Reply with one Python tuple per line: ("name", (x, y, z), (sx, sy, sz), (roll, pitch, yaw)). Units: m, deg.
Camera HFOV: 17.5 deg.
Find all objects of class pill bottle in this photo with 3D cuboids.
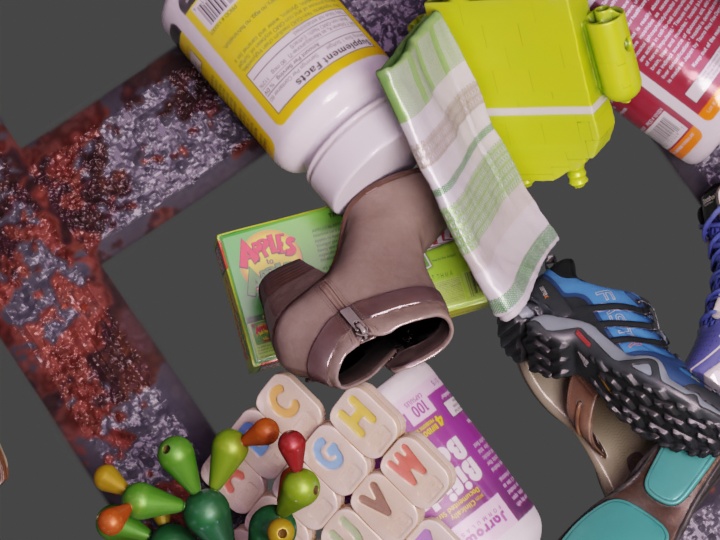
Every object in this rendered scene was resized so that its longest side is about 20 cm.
("pill bottle", (0.205, -0.180, 1.762), (0.199, 0.113, 0.113), (37, 79, 0))
("pill bottle", (-0.045, -0.145, 1.709), (0.114, 0.114, 0.200), (-37, 75, -11))
("pill bottle", (0.060, 0.174, 1.688), (0.112, 0.112, 0.200), (-37, 86, -11))

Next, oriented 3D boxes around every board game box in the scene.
("board game box", (0.000, 0.000, 1.742), (0.198, 0.048, 0.102), (-15, 82, -9))

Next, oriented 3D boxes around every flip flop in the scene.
("flip flop", (0.185, 0.109, 1.741), (0.081, 0.058, 0.201), (-27, 85, -10))

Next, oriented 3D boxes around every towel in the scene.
("towel", (0.080, -0.078, 1.682), (0.031, 0.149, 0.201), (-21, 105, 21))

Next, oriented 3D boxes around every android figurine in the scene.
("android figurine", (0.120, -0.149, 1.731), (0.041, 0.181, 0.201), (-47, 127, -46))

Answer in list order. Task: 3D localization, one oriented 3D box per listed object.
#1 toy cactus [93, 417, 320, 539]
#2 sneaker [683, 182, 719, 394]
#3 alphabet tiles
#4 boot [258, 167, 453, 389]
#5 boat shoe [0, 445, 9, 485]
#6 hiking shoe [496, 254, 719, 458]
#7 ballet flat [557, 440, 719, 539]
("toy cactus", (-0.099, 0.193, 1.654), (0.199, 0.102, 0.166), (-19, 107, 24))
("sneaker", (0.287, -0.002, 1.767), (0.115, 0.081, 0.200), (41, 72, 5))
("alphabet tiles", (-0.019, 0.174, 1.657), (0.196, 0.015, 0.200), (45, 122, 9))
("boot", (0.023, 0.010, 1.639), (0.199, 0.146, 0.071), (-34, 126, -12))
("boat shoe", (-0.332, 0.086, 1.676), (0.076, 0.074, 0.200), (-42, 87, -11))
("hiking shoe", (0.197, 0.056, 1.682), (0.199, 0.075, 0.087), (31, 61, 19))
("ballet flat", (0.208, 0.180, 1.685), (0.068, 0.069, 0.200), (37, 67, 26))
